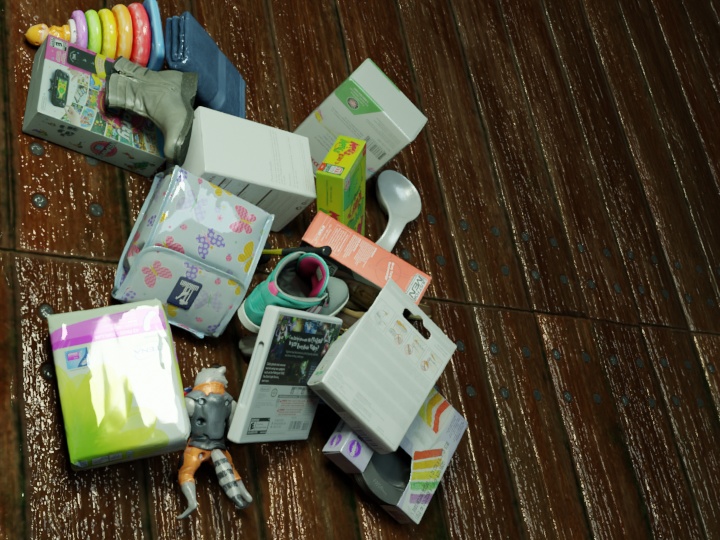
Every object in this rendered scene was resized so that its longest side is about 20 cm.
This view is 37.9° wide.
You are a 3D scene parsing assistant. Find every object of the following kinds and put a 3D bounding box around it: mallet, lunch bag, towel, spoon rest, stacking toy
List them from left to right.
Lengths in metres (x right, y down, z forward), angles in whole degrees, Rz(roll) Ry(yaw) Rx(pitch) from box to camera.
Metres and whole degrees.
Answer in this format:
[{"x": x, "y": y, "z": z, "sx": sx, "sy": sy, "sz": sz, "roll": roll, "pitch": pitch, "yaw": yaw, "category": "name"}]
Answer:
[{"x": -0.403, "y": -0.352, "z": 1.584, "sx": 0.199, "sy": 0.116, "sz": 0.110, "roll": -4, "pitch": 72, "yaw": -27, "category": "stacking toy"}, {"x": -0.237, "y": -0.020, "z": 1.479, "sx": 0.169, "sy": 0.127, "sz": 0.201, "roll": 27, "pitch": 77, "yaw": -24, "category": "lunch bag"}, {"x": -0.243, "y": -0.307, "z": 1.655, "sx": 0.200, "sy": 0.048, "sz": 0.112, "roll": 49, "pitch": 33, "yaw": -57, "category": "towel"}, {"x": -0.109, "y": -0.028, "z": 1.561, "sx": 0.066, "sy": 0.199, "sz": 0.041, "roll": -6, "pitch": 94, "yaw": -52, "category": "mallet"}, {"x": 0.057, "y": -0.098, "z": 1.831, "sx": 0.099, "sy": 0.061, "sz": 0.201, "roll": 35, "pitch": 48, "yaw": -19, "category": "spoon rest"}]

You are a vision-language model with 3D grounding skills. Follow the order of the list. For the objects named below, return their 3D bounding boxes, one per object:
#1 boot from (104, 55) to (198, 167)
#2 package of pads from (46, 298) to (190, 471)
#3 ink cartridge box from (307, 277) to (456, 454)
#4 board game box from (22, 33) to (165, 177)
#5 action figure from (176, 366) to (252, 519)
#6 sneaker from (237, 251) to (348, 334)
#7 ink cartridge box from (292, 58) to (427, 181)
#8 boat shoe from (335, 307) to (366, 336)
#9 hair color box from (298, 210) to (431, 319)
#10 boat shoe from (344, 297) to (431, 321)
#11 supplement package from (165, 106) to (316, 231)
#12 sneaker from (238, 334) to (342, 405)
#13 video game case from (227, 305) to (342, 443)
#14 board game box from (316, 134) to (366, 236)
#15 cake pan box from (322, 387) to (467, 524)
[{"x": -0.303, "y": -0.225, "z": 1.492, "sx": 0.130, "sy": 0.068, "sz": 0.201, "roll": 9, "pitch": 42, "yaw": -13, "category": "boot"}, {"x": -0.306, "y": 0.143, "z": 1.336, "sx": 0.154, "sy": 0.068, "sz": 0.201, "roll": -9, "pitch": 69, "yaw": -17, "category": "package of pads"}, {"x": 0.034, "y": 0.138, "z": 1.524, "sx": 0.161, "sy": 0.050, "sz": 0.200, "roll": 46, "pitch": 57, "yaw": -20, "category": "ink cartridge box"}, {"x": -0.383, "y": -0.241, "z": 1.544, "sx": 0.199, "sy": 0.064, "sz": 0.148, "roll": 19, "pitch": 54, "yaw": -32, "category": "board game box"}, {"x": -0.180, "y": 0.223, "z": 1.407, "sx": 0.199, "sy": 0.104, "sz": 0.195, "roll": -1, "pitch": 75, "yaw": -37, "category": "action figure"}, {"x": -0.071, "y": 0.022, "z": 1.501, "sx": 0.199, "sy": 0.121, "sz": 0.084, "roll": -16, "pitch": 69, "yaw": -45, "category": "sneaker"}, {"x": -0.010, "y": -0.232, "z": 1.756, "sx": 0.145, "sy": 0.200, "sz": 0.088, "roll": 44, "pitch": 41, "yaw": -9, "category": "ink cartridge box"}, {"x": -0.049, "y": 0.083, "z": 1.622, "sx": 0.199, "sy": 0.070, "sz": 0.071, "roll": 21, "pitch": 78, "yaw": -21, "category": "boat shoe"}, {"x": 0.000, "y": 0.000, "z": 1.607, "sx": 0.199, "sy": 0.102, "sz": 0.061, "roll": 30, "pitch": 65, "yaw": 0, "category": "hair color box"}, {"x": 0.037, "y": 0.041, "z": 1.708, "sx": 0.199, "sy": 0.072, "sz": 0.068, "roll": 14, "pitch": 84, "yaw": -32, "category": "boat shoe"}, {"x": -0.185, "y": -0.152, "z": 1.617, "sx": 0.199, "sy": 0.117, "sz": 0.118, "roll": 12, "pitch": 57, "yaw": -35, "category": "supplement package"}, {"x": -0.083, "y": 0.146, "z": 1.553, "sx": 0.199, "sy": 0.076, "sz": 0.106, "roll": 4, "pitch": 85, "yaw": -17, "category": "sneaker"}, {"x": -0.099, "y": 0.144, "z": 1.437, "sx": 0.200, "sy": 0.023, "sz": 0.183, "roll": 16, "pitch": 91, "yaw": -65, "category": "video game case"}, {"x": -0.030, "y": -0.102, "z": 1.668, "sx": 0.047, "sy": 0.201, "sz": 0.102, "roll": 14, "pitch": 45, "yaw": 14, "category": "board game box"}, {"x": 0.055, "y": 0.254, "z": 1.579, "sx": 0.184, "sy": 0.052, "sz": 0.200, "roll": 46, "pitch": 57, "yaw": -20, "category": "cake pan box"}]
